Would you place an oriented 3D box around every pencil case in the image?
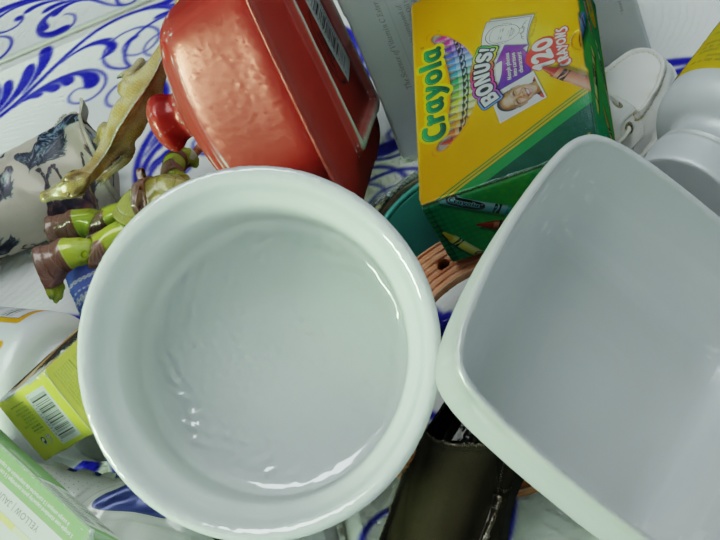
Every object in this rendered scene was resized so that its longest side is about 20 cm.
[{"bbox_3d":[-0.285,-0.055,1.397,0.198,0.078,0.090,-22,63,5],"label":"pencil case"}]

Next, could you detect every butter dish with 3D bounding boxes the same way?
[{"bbox_3d":[-0.082,-0.130,1.251,0.147,0.201,0.200,-23,16,14],"label":"butter dish"}]

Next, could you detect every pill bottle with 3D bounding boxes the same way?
[{"bbox_3d":[-0.245,0.079,1.194,0.198,0.110,0.110,3,46,33],"label":"pill bottle"},{"bbox_3d":[0.255,-0.104,1.123,0.110,0.112,0.200,13,51,39],"label":"pill bottle"}]

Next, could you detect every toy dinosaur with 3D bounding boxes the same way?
[{"bbox_3d":[-0.160,-0.126,1.307,0.201,0.058,0.101,-60,4,2],"label":"toy dinosaur"}]

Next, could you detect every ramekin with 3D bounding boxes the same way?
[{"bbox_3d":[-0.052,0.048,1.003,0.199,0.202,0.098,-23,-6,3],"label":"ramekin"}]

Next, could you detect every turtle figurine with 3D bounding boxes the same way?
[{"bbox_3d":[-0.154,-0.032,1.276,0.160,0.065,0.201,-20,40,11],"label":"turtle figurine"}]

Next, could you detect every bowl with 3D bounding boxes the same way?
[{"bbox_3d":[0.140,0.049,0.974,0.201,0.199,0.075,-56,9,-32],"label":"bowl"}]

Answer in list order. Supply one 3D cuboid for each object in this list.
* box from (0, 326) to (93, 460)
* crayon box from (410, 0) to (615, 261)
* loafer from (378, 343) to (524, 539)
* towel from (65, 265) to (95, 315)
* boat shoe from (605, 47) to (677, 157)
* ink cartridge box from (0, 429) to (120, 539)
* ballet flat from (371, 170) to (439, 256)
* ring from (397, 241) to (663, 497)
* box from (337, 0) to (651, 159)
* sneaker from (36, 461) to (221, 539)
[{"bbox_3d":[-0.133,0.031,1.112,0.075,0.050,0.200,-30,11,49],"label":"box"},{"bbox_3d":[0.098,-0.110,1.155,0.118,0.058,0.201,-18,44,17],"label":"crayon box"},{"bbox_3d":[0.049,0.118,0.995,0.072,0.072,0.201,7,59,30],"label":"loafer"},{"bbox_3d":[-0.132,0.013,1.278,0.144,0.024,0.200,-30,38,-4],"label":"towel"},{"bbox_3d":[0.152,-0.093,1.202,0.070,0.070,0.200,12,51,38],"label":"boat shoe"},{"bbox_3d":[-0.238,0.200,1.022,0.145,0.048,0.201,33,86,36],"label":"ink cartridge box"},{"bbox_3d":[0.000,0.000,1.181,0.071,0.072,0.201,7,48,35],"label":"ballet flat"},{"bbox_3d":[0.089,0.052,1.085,0.198,0.019,0.202,-13,51,16],"label":"ring"},{"bbox_3d":[0.093,-0.198,1.291,0.198,0.153,0.107,-18,39,9],"label":"box"},{"bbox_3d":[-0.143,0.152,1.087,0.198,0.081,0.115,25,55,37],"label":"sneaker"}]
